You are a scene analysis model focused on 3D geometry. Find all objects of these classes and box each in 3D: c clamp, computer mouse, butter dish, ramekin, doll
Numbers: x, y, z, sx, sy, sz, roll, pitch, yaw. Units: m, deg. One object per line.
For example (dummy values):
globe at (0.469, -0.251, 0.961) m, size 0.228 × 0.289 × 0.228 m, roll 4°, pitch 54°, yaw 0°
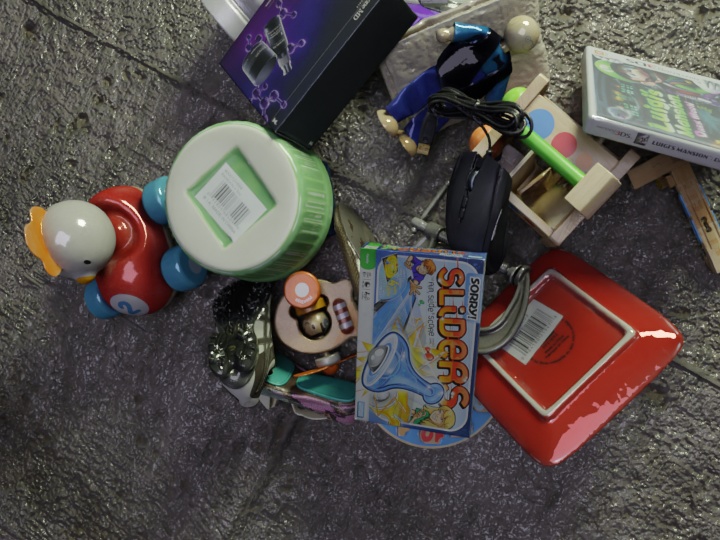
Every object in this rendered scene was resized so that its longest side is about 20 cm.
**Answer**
c clamp at (0.121, -0.003, 0.725) m, size 0.199 × 0.027 × 0.171 m, roll 37°, pitch 86°, yaw 33°
computer mouse at (0.103, -0.093, 0.660) m, size 0.140 × 0.046 × 0.202 m, roll 35°, pitch 136°, yaw 37°
butter dish at (0.237, 0.111, 0.704) m, size 0.200 × 0.148 × 0.200 m, roll -44°, pitch 45°, yaw 1°
ramekin at (-0.140, -0.085, 0.749) m, size 0.197 × 0.098 × 0.203 m, roll 0°, pitch 92°, yaw 12°
doll at (0.119, -0.219, 0.708) m, size 0.199 × 0.136 × 0.049 m, roll -37°, pitch 42°, yaw 20°

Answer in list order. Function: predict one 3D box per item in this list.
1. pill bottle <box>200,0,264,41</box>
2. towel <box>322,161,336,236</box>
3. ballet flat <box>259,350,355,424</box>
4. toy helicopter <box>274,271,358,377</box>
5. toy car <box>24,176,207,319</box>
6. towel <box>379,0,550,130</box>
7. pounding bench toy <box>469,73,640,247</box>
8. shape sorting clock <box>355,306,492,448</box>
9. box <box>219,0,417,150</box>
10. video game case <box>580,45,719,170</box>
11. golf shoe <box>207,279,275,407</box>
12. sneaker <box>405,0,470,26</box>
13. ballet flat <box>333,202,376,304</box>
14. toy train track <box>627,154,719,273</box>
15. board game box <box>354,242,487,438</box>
pill bottle at (-0.103, -0.382, 0.777) m, size 0.200 × 0.114 × 0.114 m, roll -41°, pitch 83°, yaw 10°
towel at (-0.132, -0.080, 0.823) m, size 0.197 × 0.049 × 0.113 m, roll -13°, pitch 89°, yaw 12°
ballet flat at (-0.091, 0.160, 0.816) m, size 0.198 × 0.069 × 0.072 m, roll 18°, pitch 121°, yaw 11°
toy helicopter at (-0.014, 0.079, 0.791) m, size 0.197 × 0.079 × 0.134 m, roll 8°, pitch 86°, yaw -1°
toy car at (-0.337, -0.021, 0.774) m, size 0.182 × 0.199 × 0.179 m, roll -17°, pitch 88°, yaw 25°
towel at (0.126, -0.248, 0.739) m, size 0.198 × 0.035 × 0.133 m, roll -18°, pitch 127°, yaw 10°
pounding bench toy at (0.201, -0.126, 0.673) m, size 0.156 × 0.200 × 0.124 m, roll 43°, pitch 99°, yaw 7°
shape sorting clock at (0.092, 0.121, 0.762) m, size 0.197 × 0.039 × 0.203 m, roll 0°, pitch 92°, yaw -7°
box at (-0.053, -0.269, 0.714) m, size 0.200 × 0.079 × 0.141 m, roll -48°, pitch 66°, yaw 16°
video game case at (0.328, -0.176, 0.652) m, size 0.179 × 0.201 × 0.024 m, roll 17°, pitch 132°, yaw 6°
golf shoe at (-0.147, 0.086, 0.779) m, size 0.077 × 0.201 × 0.095 m, roll -9°, pitch 124°, yaw 8°
sneaker at (0.043, -0.296, 0.770) m, size 0.197 × 0.070 × 0.101 m, roll 3°, pitch 95°, yaw 13°
ballet flat at (0.000, 0.000, 0.761) m, size 0.046 × 0.067 × 0.202 m, roll -40°, pitch 55°, yaw 29°
toy train track at (0.385, -0.093, 0.723) m, size 0.114 × 0.033 × 0.202 m, roll -26°, pitch 91°, yaw 4°
board game box at (0.064, 0.076, 0.670) m, size 0.133 × 0.034 × 0.203 m, roll 5°, pitch 104°, yaw 14°
